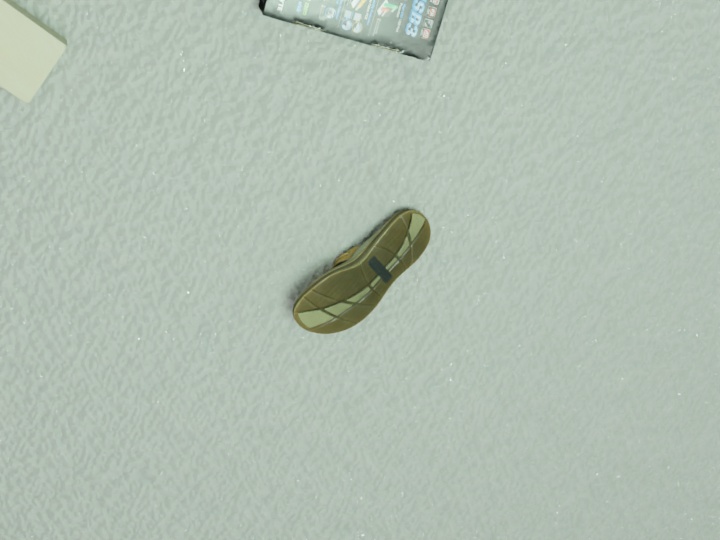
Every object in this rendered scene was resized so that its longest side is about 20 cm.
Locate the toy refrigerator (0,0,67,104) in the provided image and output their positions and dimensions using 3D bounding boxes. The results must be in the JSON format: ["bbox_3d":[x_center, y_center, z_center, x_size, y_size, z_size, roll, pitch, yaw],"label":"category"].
[{"bbox_3d":[-0.406,-0.263,1.147,0.199,0.070,0.076,34,96,-22],"label":"toy refrigerator"}]

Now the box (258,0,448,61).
[{"bbox_3d":[0.010,-0.348,1.202,0.196,0.050,0.202,11,109,-16],"label":"box"}]

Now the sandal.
[{"bbox_3d":[0.000,0.000,1.349,0.200,0.054,0.081,-44,120,-8],"label":"sandal"}]
